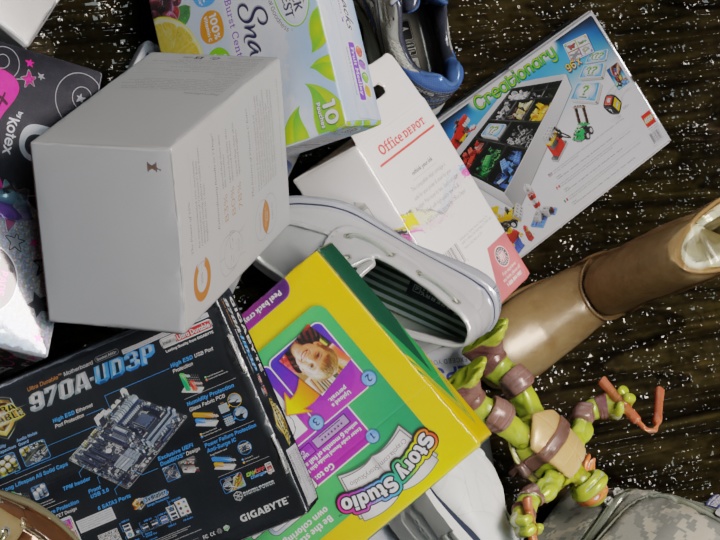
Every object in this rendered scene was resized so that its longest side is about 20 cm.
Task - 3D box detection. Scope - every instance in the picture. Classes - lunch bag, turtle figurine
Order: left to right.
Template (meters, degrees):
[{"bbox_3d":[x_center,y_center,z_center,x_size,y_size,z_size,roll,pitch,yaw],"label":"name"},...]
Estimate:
[{"bbox_3d":[0.135,0.114,1.648,0.161,0.064,0.200,48,54,-12],"label":"turtle figurine"},{"bbox_3d":[0.196,0.257,1.645,0.200,0.168,0.139,-47,117,-28],"label":"lunch bag"}]

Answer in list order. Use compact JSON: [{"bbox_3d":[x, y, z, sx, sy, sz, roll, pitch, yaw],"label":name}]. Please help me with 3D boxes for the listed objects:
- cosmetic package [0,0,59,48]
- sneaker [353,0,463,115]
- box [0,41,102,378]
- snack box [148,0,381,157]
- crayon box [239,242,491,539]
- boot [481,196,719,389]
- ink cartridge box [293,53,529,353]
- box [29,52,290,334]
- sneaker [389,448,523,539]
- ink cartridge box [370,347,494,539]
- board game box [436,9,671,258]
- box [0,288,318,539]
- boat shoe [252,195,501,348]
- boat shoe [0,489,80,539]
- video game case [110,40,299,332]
[{"bbox_3d":[-0.293,-0.238,1.550,0.200,0.090,0.107,39,64,-19],"label":"cosmetic package"},{"bbox_3d":[0.029,-0.214,1.714,0.077,0.085,0.200,-24,91,-30],"label":"sneaker"},{"bbox_3d":[-0.256,-0.039,1.499,0.115,0.132,0.200,15,73,-24],"label":"box"},{"bbox_3d":[-0.075,-0.178,1.597,0.053,0.142,0.200,-5,79,-59],"label":"snack box"},{"bbox_3d":[-0.043,0.111,1.546,0.200,0.058,0.173,-40,88,11],"label":"crayon box"},{"bbox_3d":[0.190,0.011,1.685,0.175,0.200,0.066,-38,96,-29],"label":"boot"},{"bbox_3d":[0.029,-0.048,1.668,0.200,0.067,0.116,59,34,-5],"label":"ink cartridge box"},{"bbox_3d":[-0.126,-0.056,1.484,0.200,0.097,0.125,-50,141,-62],"label":"box"},{"bbox_3d":[0.045,0.136,1.620,0.080,0.076,0.200,-41,106,-41],"label":"sneaker"},{"bbox_3d":[0.009,0.161,1.651,0.196,0.043,0.200,-6,81,-29],"label":"ink cartridge box"},{"bbox_3d":[0.141,-0.102,1.778,0.200,0.035,0.126,-36,98,-29],"label":"board game box"},{"bbox_3d":[-0.150,0.122,1.508,0.200,0.046,0.159,-23,91,9],"label":"box"},{"bbox_3d":[0.000,0.000,1.588,0.067,0.200,0.074,-43,146,-64],"label":"boat shoe"},{"bbox_3d":[-0.261,0.168,1.461,0.200,0.074,0.076,33,95,-2],"label":"boat shoe"},{"bbox_3d":[-0.139,-0.046,1.629,0.143,0.018,0.200,32,66,-18],"label":"video game case"}]
